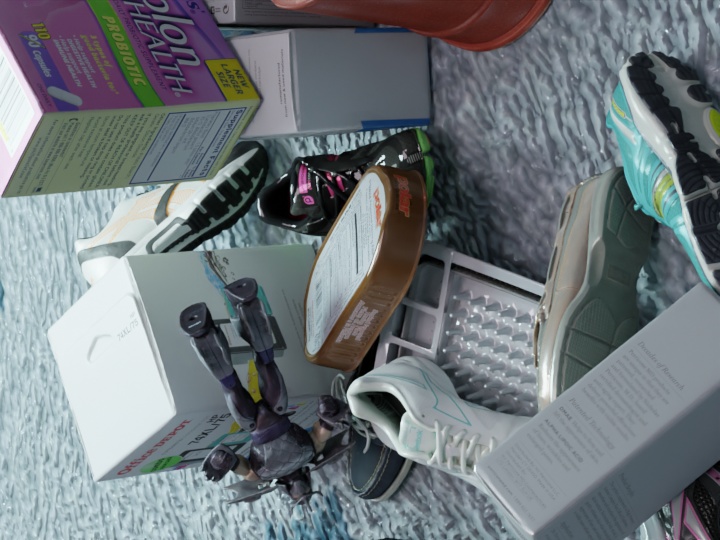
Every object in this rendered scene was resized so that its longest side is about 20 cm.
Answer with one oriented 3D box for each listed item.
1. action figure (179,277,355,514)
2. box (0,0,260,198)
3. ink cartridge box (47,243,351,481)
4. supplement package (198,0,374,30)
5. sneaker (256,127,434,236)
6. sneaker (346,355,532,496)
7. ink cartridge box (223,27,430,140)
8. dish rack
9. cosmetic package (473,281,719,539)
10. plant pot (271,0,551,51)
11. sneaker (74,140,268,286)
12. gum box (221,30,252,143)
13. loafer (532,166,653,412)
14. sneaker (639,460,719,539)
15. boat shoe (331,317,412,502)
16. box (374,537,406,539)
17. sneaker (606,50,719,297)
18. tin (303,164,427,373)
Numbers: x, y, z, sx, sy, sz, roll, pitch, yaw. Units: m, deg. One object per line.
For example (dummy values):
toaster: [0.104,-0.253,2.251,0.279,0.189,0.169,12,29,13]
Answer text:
action figure: [-0.078,0.111,1.590,0.069,0.130,0.201,31,147,64]
box: [-0.210,-0.159,1.560,0.097,0.199,0.176,-54,56,39]
ink cartridge box: [-0.134,0.077,1.717,0.147,0.199,0.147,-39,64,44]
supplement package: [-0.089,-0.302,1.671,0.151,0.150,0.201,6,98,50]
sneaker: [-0.012,-0.064,1.651,0.200,0.083,0.077,-22,77,48]
sneaker: [0.073,0.129,1.494,0.200,0.080,0.071,26,110,32]
ink cartridge box: [-0.061,-0.152,1.653,0.199,0.146,0.086,-2,94,50]
dish rack: [0.102,0.078,1.540,0.199,0.043,0.173,21,109,37]
cosmetic package: [0.181,0.110,1.344,0.200,0.102,0.074,-39,57,-4]
plant pot: [0.021,-0.267,1.509,0.200,0.195,0.202,5,96,50]
sneaker: [-0.168,-0.054,1.775,0.080,0.200,0.074,45,171,27]
gum box: [-0.174,-0.194,1.766,0.044,0.169,0.201,16,106,48]
loafer: [0.158,0.023,1.432,0.063,0.072,0.201,-10,57,51]
sneaker: [0.228,0.150,1.408,0.086,0.080,0.201,-32,65,21]
boat shoe: [0.017,0.101,1.647,0.075,0.062,0.201,39,122,39]
box: [0.044,0.296,1.584,0.199,0.124,0.149,-2,91,49]
sneaker: [0.228,-0.058,1.391,0.080,0.077,0.201,116,140,-50]
tin: [0.000,0.000,1.584,0.200,0.042,0.112,122,150,-47]
